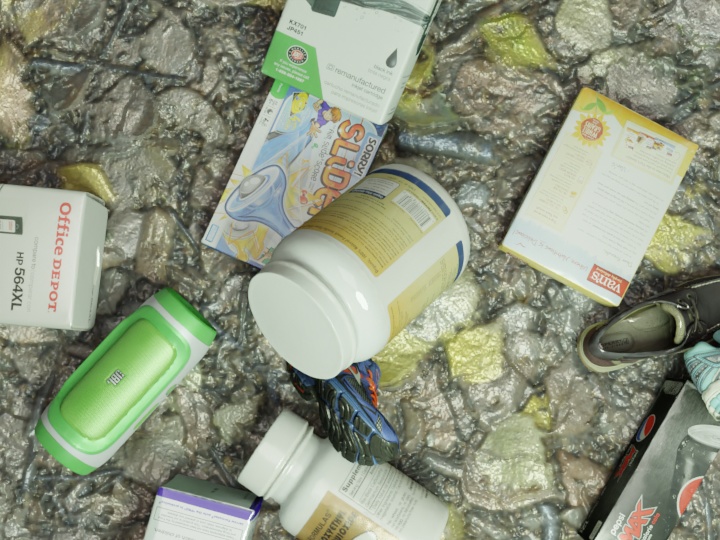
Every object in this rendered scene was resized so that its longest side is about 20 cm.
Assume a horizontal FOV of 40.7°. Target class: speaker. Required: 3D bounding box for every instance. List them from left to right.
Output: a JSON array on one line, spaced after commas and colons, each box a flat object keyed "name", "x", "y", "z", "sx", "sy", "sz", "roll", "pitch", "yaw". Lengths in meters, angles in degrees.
[{"name": "speaker", "x": -0.244, "y": 0.114, "z": 1.014, "sx": 0.088, "sy": 0.088, "sz": 0.200, "roll": 42, "pitch": 86, "yaw": 3}]

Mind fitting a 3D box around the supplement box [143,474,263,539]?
[{"name": "supplement box", "x": -0.176, "y": 0.323, "z": 0.989, "sx": 0.103, "sy": 0.101, "sz": 0.201, "roll": 14, "pitch": 85, "yaw": 1}]

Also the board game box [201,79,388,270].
[{"name": "board game box", "x": -0.070, "y": -0.092, "z": 1.058, "sx": 0.135, "sy": 0.034, "sz": 0.201, "roll": 23, "pitch": 85, "yaw": 1}]

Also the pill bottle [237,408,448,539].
[{"name": "pill bottle", "x": -0.020, "y": 0.233, "z": 0.992, "sx": 0.200, "sy": 0.114, "sz": 0.115, "roll": 34, "pitch": 86, "yaw": 2}]

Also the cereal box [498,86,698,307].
[{"name": "cereal box", "x": 0.258, "y": -0.079, "z": 1.059, "sx": 0.143, "sy": 0.040, "sz": 0.201, "roll": 29, "pitch": 86, "yaw": 2}]

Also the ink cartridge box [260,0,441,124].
[{"name": "ink cartridge box", "x": 0.002, "y": -0.275, "z": 1.019, "sx": 0.146, "sy": 0.083, "sz": 0.201, "roll": 24, "pitch": 106, "yaw": 3}]

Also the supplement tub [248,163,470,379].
[{"name": "supplement tub", "x": 0.000, "y": 0.000, "z": 0.963, "sx": 0.145, "sy": 0.144, "sz": 0.200, "roll": 48, "pitch": 56, "yaw": 3}]

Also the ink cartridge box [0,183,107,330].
[{"name": "ink cartridge box", "x": -0.381, "y": -0.017, "z": 1.023, "sx": 0.199, "sy": 0.084, "sz": 0.147, "roll": 4, "pitch": 85, "yaw": 0}]

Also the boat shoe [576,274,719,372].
[{"name": "boat shoe", "x": 0.331, "y": 0.056, "z": 1.035, "sx": 0.199, "sy": 0.065, "sz": 0.072, "roll": -18, "pitch": 84, "yaw": -3}]

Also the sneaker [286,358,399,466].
[{"name": "sneaker", "x": -0.009, "y": 0.118, "z": 0.978, "sx": 0.078, "sy": 0.200, "sz": 0.076, "roll": -15, "pitch": 126, "yaw": -21}]

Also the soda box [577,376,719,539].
[{"name": "soda box", "x": 0.313, "y": 0.215, "z": 1.024, "sx": 0.071, "sy": 0.063, "sz": 0.200, "roll": 31, "pitch": 86, "yaw": 2}]

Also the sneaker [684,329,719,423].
[{"name": "sneaker", "x": 0.421, "y": 0.082, "z": 1.010, "sx": 0.199, "sy": 0.078, "sz": 0.087, "roll": -15, "pitch": 59, "yaw": -30}]
